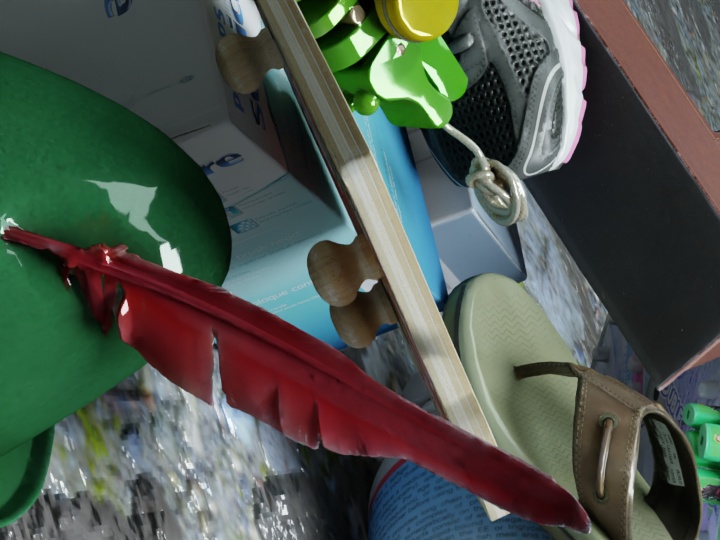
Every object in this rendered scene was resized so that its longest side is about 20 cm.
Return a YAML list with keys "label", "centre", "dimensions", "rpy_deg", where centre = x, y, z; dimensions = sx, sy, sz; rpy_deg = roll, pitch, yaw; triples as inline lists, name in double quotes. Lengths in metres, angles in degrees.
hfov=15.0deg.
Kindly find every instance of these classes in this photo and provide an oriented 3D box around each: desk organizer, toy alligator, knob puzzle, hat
- label: "desk organizer"
  centre: [0.107, -0.061, 1.082]
  dimensions: [0.077, 0.072, 0.200]
  rpy_deg: [-17, 69, -46]
- label: "toy alligator"
  centre: [0.000, -0.082, 0.945]
  dimensions: [0.054, 0.059, 0.200]
  rpy_deg: [-42, 119, -27]
- label: "knob puzzle"
  centre: [0.000, 0.000, 0.851]
  dimensions: [0.220, 0.030, 0.220]
  rpy_deg: [155, -90, -89]
- label: "hat"
  centre: [-0.053, -0.024, 0.767]
  dimensions: [0.200, 0.176, 0.166]
  rpy_deg: [61, 20, -28]

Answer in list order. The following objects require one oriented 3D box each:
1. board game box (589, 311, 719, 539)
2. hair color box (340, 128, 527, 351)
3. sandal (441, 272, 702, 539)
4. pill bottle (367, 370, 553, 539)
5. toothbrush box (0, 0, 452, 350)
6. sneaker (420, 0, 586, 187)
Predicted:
- label: "board game box"
  centre: [0.110, 0.098, 1.169]
  dimensions: [0.200, 0.026, 0.201]
  rpy_deg: [-103, -155, -59]
- label: "hair color box"
  centre: [0.001, -0.073, 1.147]
  dimensions: [0.061, 0.099, 0.201]
  rpy_deg: [48, 27, -50]
- label: "sandal"
  centre: [0.101, 0.081, 1.012]
  dimensions: [0.080, 0.057, 0.201]
  rpy_deg: [-9, 61, -56]
- label: "pill bottle"
  centre: [0.057, 0.124, 1.073]
  dimensions: [0.109, 0.108, 0.200]
  rpy_deg: [57, 20, -36]
- label: "toothbrush box"
  centre: [-0.054, -0.065, 0.985]
  dimensions: [0.200, 0.085, 0.147]
  rpy_deg: [40, 33, -61]
- label: "sneaker"
  centre: [0.014, -0.122, 1.031]
  dimensions: [0.086, 0.080, 0.201]
  rpy_deg: [-10, 76, -52]
